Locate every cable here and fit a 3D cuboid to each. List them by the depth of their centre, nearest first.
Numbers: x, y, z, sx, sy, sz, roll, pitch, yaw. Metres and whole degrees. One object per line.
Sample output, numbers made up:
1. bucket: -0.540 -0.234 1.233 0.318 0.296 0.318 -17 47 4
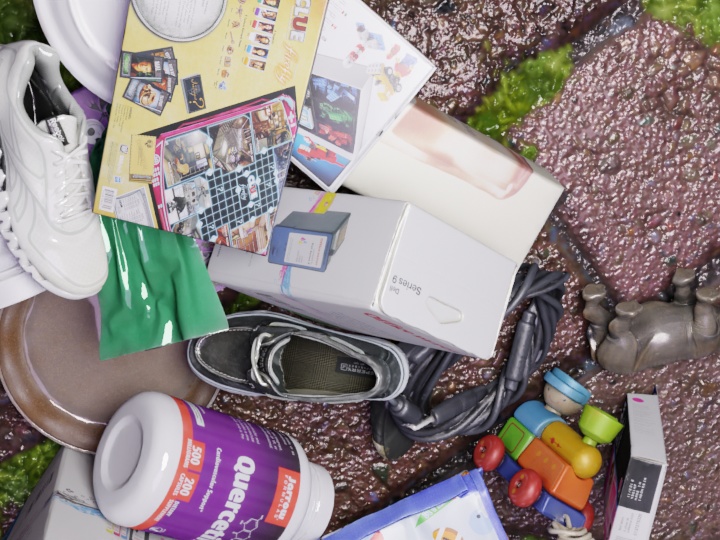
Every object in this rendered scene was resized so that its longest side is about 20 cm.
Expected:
1. cable: 0.112 0.075 1.102 0.200 0.051 0.163 -40 139 -5

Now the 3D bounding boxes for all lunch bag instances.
1. lunch bag: 0.063 0.282 1.150 0.169 0.124 0.201 -25 122 0

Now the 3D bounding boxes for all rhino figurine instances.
1. rhino figurine: 0.297 0.046 1.144 0.198 0.060 0.088 -8 126 -5

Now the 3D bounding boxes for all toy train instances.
1. toy train: 0.189 0.169 1.098 0.084 0.200 0.116 31 94 -27

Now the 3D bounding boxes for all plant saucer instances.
1. plant saucer: -0.215 0.064 1.105 0.198 0.032 0.202 -2 106 -6

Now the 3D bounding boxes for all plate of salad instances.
1. plate of salad: -0.137 -0.206 0.912 0.198 0.048 0.202 1 115 1

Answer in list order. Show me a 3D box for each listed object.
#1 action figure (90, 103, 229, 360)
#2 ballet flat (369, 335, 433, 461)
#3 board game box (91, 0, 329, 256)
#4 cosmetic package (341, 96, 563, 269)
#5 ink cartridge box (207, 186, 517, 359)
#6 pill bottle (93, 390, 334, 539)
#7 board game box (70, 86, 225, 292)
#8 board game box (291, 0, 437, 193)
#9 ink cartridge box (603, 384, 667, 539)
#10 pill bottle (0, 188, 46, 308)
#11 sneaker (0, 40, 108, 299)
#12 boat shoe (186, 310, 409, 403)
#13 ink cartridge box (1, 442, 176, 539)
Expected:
1. action figure: -0.172 -0.039 1.006 0.117 0.055 0.202 -13 87 16
2. ballet flat: 0.030 0.075 1.136 0.066 0.057 0.202 -17 116 -43
3. board game box: -0.108 -0.120 0.906 0.134 0.035 0.201 14 115 -5
4. cosmetic package: 0.056 -0.088 1.056 0.199 0.103 0.088 27 101 -15
5. ink cartridge box: 0.000 0.000 0.997 0.145 0.199 0.088 25 81 -43
6. pill bottle: -0.121 0.181 1.089 0.199 0.112 0.113 23 103 -36
7. board game box: -0.169 -0.069 1.052 0.119 0.032 0.201 -28 100 -3
8. board game box: -0.057 -0.171 0.961 0.200 0.035 0.126 41 100 -4
9. ink cartridge box: 0.239 0.172 1.111 0.037 0.200 0.096 13 106 10
10. pill bottle: -0.305 -0.074 1.002 0.108 0.109 0.201 -20 101 -1
11. sneaker: -0.232 -0.074 0.944 0.081 0.075 0.202 -9 104 41
12. boat shoe: -0.060 0.069 1.037 0.198 0.071 0.073 2 87 21
13. ink cartridge box: -0.234 0.271 1.074 0.144 0.200 0.148 33 101 -14
